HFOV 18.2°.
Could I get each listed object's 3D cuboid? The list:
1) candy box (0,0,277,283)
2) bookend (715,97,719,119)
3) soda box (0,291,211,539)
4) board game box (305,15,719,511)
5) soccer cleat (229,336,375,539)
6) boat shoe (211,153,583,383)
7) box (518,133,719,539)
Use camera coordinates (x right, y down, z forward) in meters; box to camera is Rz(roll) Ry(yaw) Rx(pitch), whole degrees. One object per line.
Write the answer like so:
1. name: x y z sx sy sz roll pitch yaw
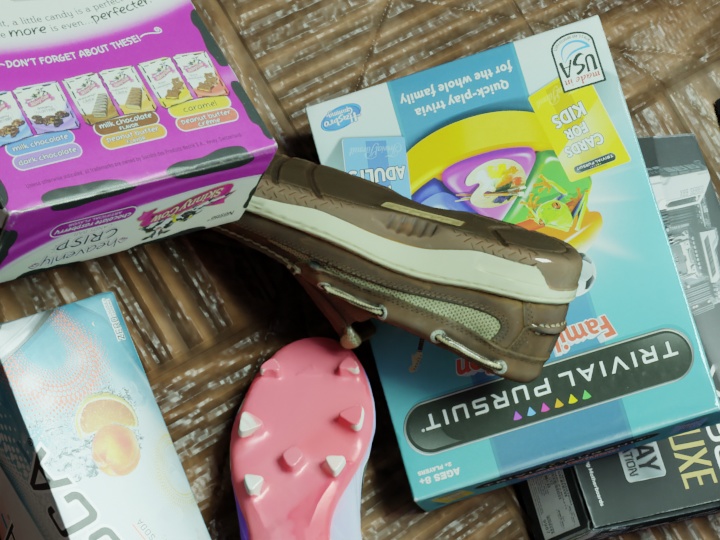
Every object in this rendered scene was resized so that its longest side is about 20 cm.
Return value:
1. candy box: -0.145 -0.101 0.985 0.136 0.061 0.201 -16 65 -34
2. bookend: 0.309 -0.040 1.211 0.092 0.199 0.201 -3 71 -33
3. soda box: -0.106 0.116 0.942 0.063 0.068 0.201 -18 81 -34
4. board game box: 0.073 -0.004 1.076 0.150 0.047 0.201 -17 76 6
5. soccer cleat: -0.024 0.122 1.010 0.066 0.077 0.201 -3 51 1
6. boat shoe: -0.002 0.001 1.030 0.075 0.201 0.075 -20 125 -65
7. box: 0.134 0.033 1.156 0.157 0.050 0.201 -6 73 -35
